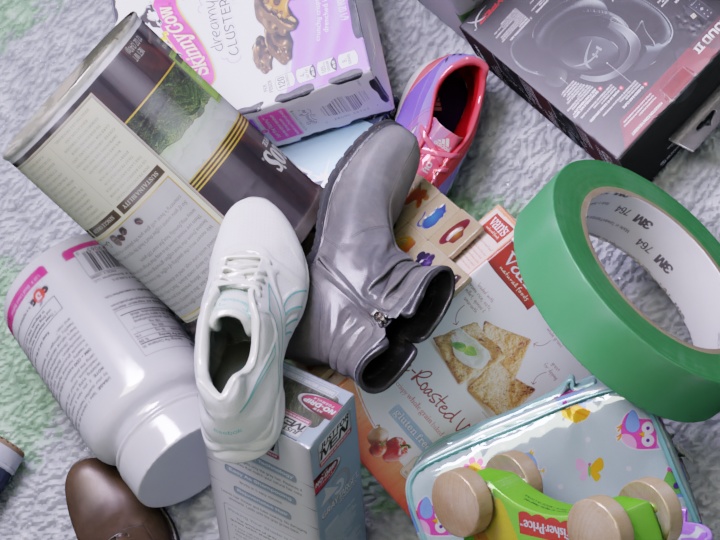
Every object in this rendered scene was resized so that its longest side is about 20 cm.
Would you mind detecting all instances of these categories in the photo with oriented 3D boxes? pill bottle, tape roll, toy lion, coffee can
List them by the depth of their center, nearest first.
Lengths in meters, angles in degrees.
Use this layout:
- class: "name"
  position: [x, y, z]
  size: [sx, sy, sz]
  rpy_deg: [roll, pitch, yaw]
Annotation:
- class: "toy lion"
  position: [0.124, 0.225, 1.534]
  size: [0.199, 0.068, 0.193]
  rpy_deg: [6, 105, 48]
- class: "tape roll"
  position: [0.199, 0.013, 1.638]
  size: [0.048, 0.200, 0.201]
  rpy_deg: [-47, 58, 32]
- class: "coffee can"
  position: [-0.144, -0.070, 1.717]
  size: [0.200, 0.146, 0.147]
  rpy_deg: [43, 87, -11]
- class: "pill bottle"
  position: [-0.182, 0.078, 1.794]
  size: [0.113, 0.113, 0.200]
  rpy_deg: [-39, 62, 2]

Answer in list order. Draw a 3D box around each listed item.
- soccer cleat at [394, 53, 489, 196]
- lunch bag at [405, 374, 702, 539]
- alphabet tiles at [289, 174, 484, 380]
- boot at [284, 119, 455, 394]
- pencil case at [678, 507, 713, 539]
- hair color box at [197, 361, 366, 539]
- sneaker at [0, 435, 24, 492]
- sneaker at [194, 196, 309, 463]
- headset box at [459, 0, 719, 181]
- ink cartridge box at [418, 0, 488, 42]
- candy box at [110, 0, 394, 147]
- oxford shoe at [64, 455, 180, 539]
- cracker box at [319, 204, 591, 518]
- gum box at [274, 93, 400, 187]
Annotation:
- class: "soccer cleat"
  position: [0.045, -0.077, 1.787]
  size: [0.068, 0.073, 0.201]
  rpy_deg: [26, 74, -17]
- class: "lunch bag"
  position: [0.139, 0.164, 1.640]
  size: [0.199, 0.077, 0.161]
  rpy_deg: [-22, 89, 9]
- class: "alphabet tiles"
  position: [0.000, 0.000, 1.707]
  size: [0.166, 0.006, 0.200]
  rpy_deg: [-43, 35, -3]
- class: "boot"
  position: [0.022, -0.008, 1.644]
  size: [0.131, 0.070, 0.201]
  rpy_deg: [14, 73, 46]
- class: "pencil case"
  position: [0.197, 0.266, 1.559]
  size: [0.083, 0.085, 0.202]
  rpy_deg: [8, 102, 31]
- class: "hair color box"
  position: [-0.053, 0.155, 1.668]
  size: [0.099, 0.201, 0.061]
  rpy_deg: [23, 51, 25]
- class: "sneaker"
  position: [-0.376, 0.153, 1.859]
  size: [0.199, 0.070, 0.109]
  rpy_deg: [21, 76, 22]
- class: "sneaker"
  position: [-0.076, 0.027, 1.584]
  size: [0.070, 0.080, 0.201]
  rpy_deg: [-3, 56, 9]
- class: "headset box"
  position: [0.199, -0.169, 1.775]
  size: [0.149, 0.077, 0.200]
  rpy_deg: [-47, 63, -2]
- class: "ink cartridge box"
  position: [0.119, -0.291, 1.811]
  size: [0.200, 0.145, 0.084]
  rpy_deg: [-47, 63, -2]
- class: "candy box"
  position: [-0.089, -0.183, 1.835]
  size: [0.199, 0.072, 0.169]
  rpy_deg: [-18, 65, 12]
- class: "oxford shoe"
  position: [-0.176, 0.217, 1.756]
  size: [0.072, 0.084, 0.201]
  rpy_deg: [-36, 61, 5]
- class: "cracker box"
  position: [0.071, 0.069, 1.693]
  size: [0.200, 0.134, 0.058]
  rpy_deg: [-41, 28, 1]
- class: "gum box"
  position: [-0.081, -0.074, 1.856]
  size: [0.169, 0.045, 0.201]
  rpy_deg: [23, 79, 26]
